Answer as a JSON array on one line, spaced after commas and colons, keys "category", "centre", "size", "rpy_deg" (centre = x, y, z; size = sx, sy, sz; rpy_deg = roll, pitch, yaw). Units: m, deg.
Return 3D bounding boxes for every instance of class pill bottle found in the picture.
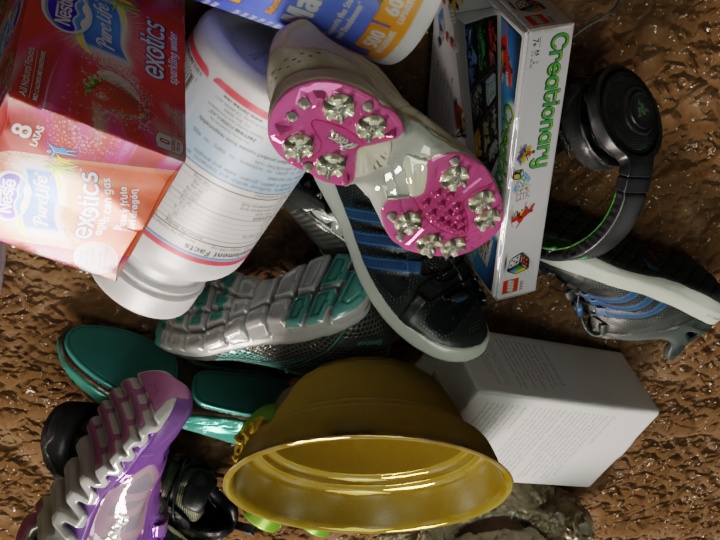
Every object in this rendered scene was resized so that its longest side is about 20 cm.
[{"category": "pill bottle", "centre": [-0.101, -0.065, 0.803], "size": [0.108, 0.109, 0.200], "rpy_deg": [23, 122, -25]}, {"category": "pill bottle", "centre": [-0.053, -0.200, 0.700], "size": [0.199, 0.112, 0.112], "rpy_deg": [15, 125, -20]}]

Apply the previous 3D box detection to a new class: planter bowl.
[{"category": "planter bowl", "centre": [0.005, 0.116, 0.854], "size": [0.199, 0.084, 0.201], "rpy_deg": [-1, 150, 0]}]

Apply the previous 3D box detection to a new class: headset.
[{"category": "headset", "centre": [0.132, -0.106, 0.803], "size": [0.094, 0.123, 0.201], "rpy_deg": [-1, 102, -41]}]

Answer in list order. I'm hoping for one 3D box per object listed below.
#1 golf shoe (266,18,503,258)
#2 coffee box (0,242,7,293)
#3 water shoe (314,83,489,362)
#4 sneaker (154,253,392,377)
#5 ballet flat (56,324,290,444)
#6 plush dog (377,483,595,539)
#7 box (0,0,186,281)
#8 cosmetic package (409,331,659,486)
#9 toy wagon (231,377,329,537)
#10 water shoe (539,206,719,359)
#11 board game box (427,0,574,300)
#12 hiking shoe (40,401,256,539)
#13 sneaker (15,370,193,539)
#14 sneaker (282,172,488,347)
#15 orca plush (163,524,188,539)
[{"category": "golf shoe", "centre": [0.017, -0.078, 0.719], "size": [0.075, 0.092, 0.200], "rpy_deg": [-34, 138, 18]}, {"category": "coffee box", "centre": [-0.345, 0.042, 0.793], "size": [0.199, 0.200, 0.198], "rpy_deg": [10, 127, -17]}, {"category": "water shoe", "centre": [0.031, -0.033, 0.804], "size": [0.071, 0.200, 0.079], "rpy_deg": [-27, 173, -41]}, {"category": "sneaker", "centre": [-0.063, 0.048, 0.887], "size": [0.199, 0.078, 0.091], "rpy_deg": [-5, 139, 35]}, {"category": "ballet flat", "centre": [-0.149, 0.101, 0.960], "size": [0.199, 0.068, 0.070], "rpy_deg": [17, 138, -19]}, {"category": "plush dog", "centre": [0.118, 0.234, 1.035], "size": [0.199, 0.172, 0.161], "rpy_deg": [-4, 129, -4]}, {"category": "box", "centre": [-0.164, -0.102, 0.704], "size": [0.099, 0.200, 0.096], "rpy_deg": [20, 124, -23]}, {"category": "cosmetic package", "centre": [0.129, 0.112, 0.974], "size": [0.199, 0.071, 0.102], "rpy_deg": [11, 128, -35]}, {"category": "toy wagon", "centre": [-0.037, 0.134, 0.960], "size": [0.200, 0.040, 0.156], "rpy_deg": [21, 102, -53]}, {"category": "water shoe", "centre": [0.190, 0.018, 0.925], "size": [0.199, 0.072, 0.079], "rpy_deg": [20, 119, -23]}, {"category": "board game box", "centre": [0.083, -0.097, 0.792], "size": [0.034, 0.126, 0.201], "rpy_deg": [-12, 131, -17]}, {"category": "hiking shoe", "centre": [-0.166, 0.161, 0.979], "size": [0.100, 0.076, 0.200], "rpy_deg": [-7, 146, 34]}, {"category": "sneaker", "centre": [-0.174, 0.163, 0.898], "size": [0.088, 0.081, 0.200], "rpy_deg": [29, 107, -25]}, {"category": "sneaker", "centre": [0.000, 0.000, 0.898], "size": [0.200, 0.067, 0.090], "rpy_deg": [34, 114, -32]}, {"category": "orca plush", "centre": [-0.191, 0.260, 1.022], "size": [0.105, 0.071, 0.200], "rpy_deg": [25, 154, -18]}]
